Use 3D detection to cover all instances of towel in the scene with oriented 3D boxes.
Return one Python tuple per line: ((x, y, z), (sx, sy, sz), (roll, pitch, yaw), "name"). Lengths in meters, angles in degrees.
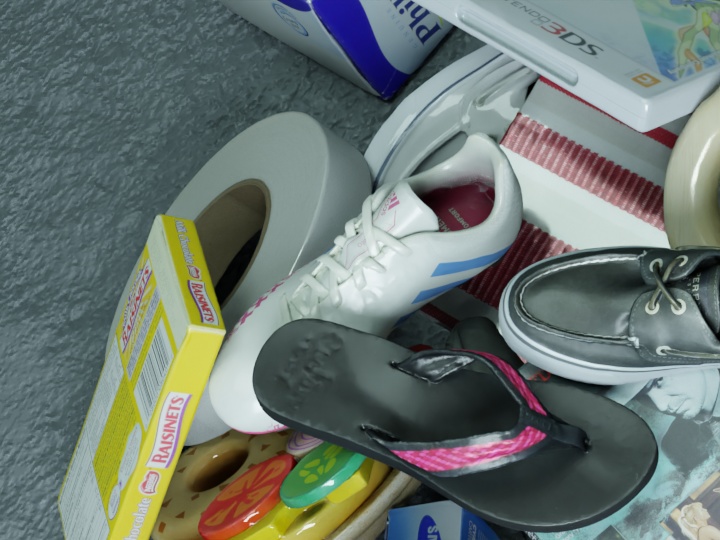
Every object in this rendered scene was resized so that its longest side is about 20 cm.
((0.133, -0.032, 1.255), (0.144, 0.023, 0.201), (29, 82, 22), "towel")

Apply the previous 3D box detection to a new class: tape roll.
((-0.071, 0.004, 1.336), (0.203, 0.037, 0.203), (-41, 30, 29), "tape roll")

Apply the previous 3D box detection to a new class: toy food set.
((-0.038, 0.113, 1.223), (0.197, 0.049, 0.200), (-33, 14, 19), "toy food set")

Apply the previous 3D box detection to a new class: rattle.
((0.216, -0.008, 1.207), (0.129, 0.143, 0.201), (16, 107, 14), "rattle")

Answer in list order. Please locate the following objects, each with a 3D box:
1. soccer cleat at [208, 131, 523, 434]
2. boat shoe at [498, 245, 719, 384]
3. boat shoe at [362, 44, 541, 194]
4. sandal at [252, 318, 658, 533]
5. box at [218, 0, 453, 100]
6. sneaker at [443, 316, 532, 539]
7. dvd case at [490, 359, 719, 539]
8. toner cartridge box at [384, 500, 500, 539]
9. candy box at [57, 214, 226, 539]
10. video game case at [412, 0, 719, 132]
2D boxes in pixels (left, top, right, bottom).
((0.000, 0.000, 1.197), (0.200, 0.087, 0.070), (-38, 64, -19), "soccer cleat")
((0.163, 0.015, 1.110), (0.199, 0.057, 0.069), (3, 66, 10), "boat shoe")
((0.085, -0.087, 1.325), (0.200, 0.074, 0.065), (-42, 42, 2), "boat shoe")
((0.041, 0.067, 1.108), (0.199, 0.045, 0.075), (17, 62, 13), "sandal")
((0.001, -0.237, 1.467), (0.200, 0.105, 0.184), (-49, 46, -8), "box")
((0.107, 0.100, 1.179), (0.090, 0.076, 0.201), (-28, 61, 1), "sneaker")
((0.156, 0.104, 1.114), (0.146, 0.022, 0.200), (-40, 67, -10), "dvd case")
((0.044, 0.219, 1.113), (0.043, 0.095, 0.201), (-12, 53, 24), "toner cartridge box")
((-0.119, 0.081, 1.254), (0.102, 0.026, 0.201), (-109, 35, -53), "candy box")
((0.152, -0.147, 1.266), (0.199, 0.022, 0.182), (-23, 43, -37), "video game case")
